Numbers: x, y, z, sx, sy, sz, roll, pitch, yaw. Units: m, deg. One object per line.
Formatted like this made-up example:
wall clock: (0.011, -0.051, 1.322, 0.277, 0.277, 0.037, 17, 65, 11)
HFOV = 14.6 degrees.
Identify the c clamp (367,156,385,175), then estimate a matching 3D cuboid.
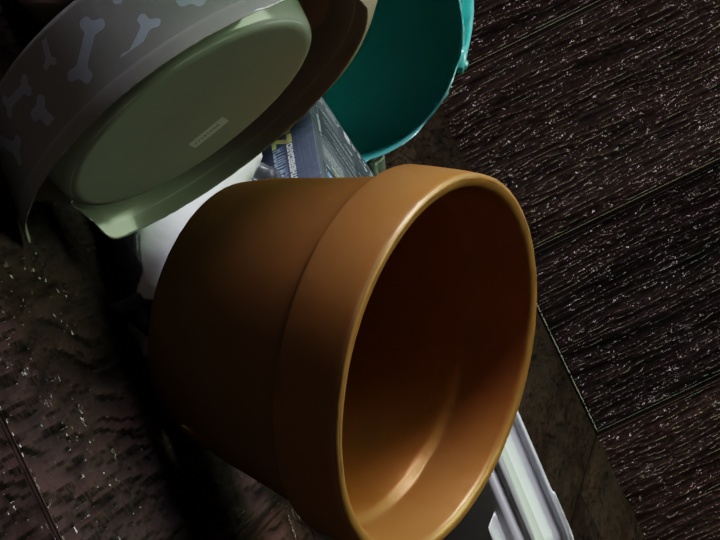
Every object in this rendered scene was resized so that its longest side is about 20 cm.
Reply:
c clamp: (0.014, -0.012, 1.954, 0.171, 0.027, 0.201, -104, -172, -53)

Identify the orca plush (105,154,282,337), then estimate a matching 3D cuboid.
orca plush: (-0.101, -0.027, 1.535, 0.105, 0.071, 0.201, 12, 53, -20)

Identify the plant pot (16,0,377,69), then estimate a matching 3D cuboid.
plant pot: (-0.117, -0.182, 1.603, 0.200, 0.187, 0.188, 3, 60, -60)

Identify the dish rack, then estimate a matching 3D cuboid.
dish rack: (0.055, 0.144, 1.849, 0.172, 0.043, 0.201, -49, -123, 51)

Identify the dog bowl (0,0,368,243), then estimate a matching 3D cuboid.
dog bowl: (-0.093, -0.092, 1.357, 0.059, 0.200, 0.200, 55, 6, 14)

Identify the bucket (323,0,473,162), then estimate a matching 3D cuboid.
bucket: (-0.025, -0.162, 1.821, 0.208, 0.206, 0.135, 64, 7, 1)

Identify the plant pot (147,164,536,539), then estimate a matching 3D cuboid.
plant pot: (-0.016, 0.034, 1.449, 0.200, 0.139, 0.201, -34, 131, -51)

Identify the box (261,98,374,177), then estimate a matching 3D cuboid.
box: (0.000, 0.000, 1.704, 0.200, 0.051, 0.158, 55, 13, -33)
